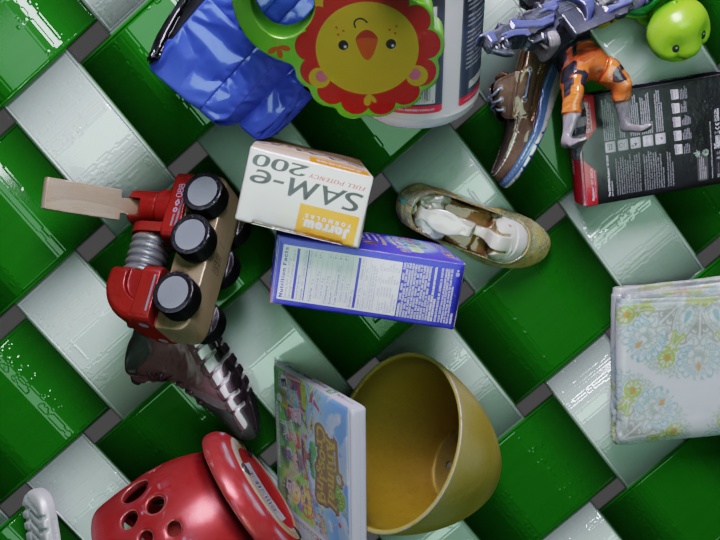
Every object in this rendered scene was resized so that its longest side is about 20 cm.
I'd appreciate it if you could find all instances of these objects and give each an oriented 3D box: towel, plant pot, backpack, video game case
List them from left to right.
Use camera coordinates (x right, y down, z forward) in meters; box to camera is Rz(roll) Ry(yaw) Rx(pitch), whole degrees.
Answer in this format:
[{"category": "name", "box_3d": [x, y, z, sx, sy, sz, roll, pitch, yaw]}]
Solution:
[{"category": "plant pot", "box_3d": [-0.177, 0.303, 0.988, 0.181, 0.200, 0.202, -36, 102, -5]}, {"category": "backpack", "box_3d": [-0.096, -0.256, 0.885, 0.167, 0.163, 0.200, 36, 107, -23]}, {"category": "video game case", "box_3d": [-0.049, 0.226, 0.991, 0.022, 0.181, 0.205, -8, 104, -32]}, {"category": "plant pot", "box_3d": [0.084, 0.215, 1.002, 0.141, 0.200, 0.202, 27, 100, -37]}, {"category": "towel", "box_3d": [0.392, 0.111, 1.063, 0.167, 0.048, 0.205, -4, 102, 0]}]

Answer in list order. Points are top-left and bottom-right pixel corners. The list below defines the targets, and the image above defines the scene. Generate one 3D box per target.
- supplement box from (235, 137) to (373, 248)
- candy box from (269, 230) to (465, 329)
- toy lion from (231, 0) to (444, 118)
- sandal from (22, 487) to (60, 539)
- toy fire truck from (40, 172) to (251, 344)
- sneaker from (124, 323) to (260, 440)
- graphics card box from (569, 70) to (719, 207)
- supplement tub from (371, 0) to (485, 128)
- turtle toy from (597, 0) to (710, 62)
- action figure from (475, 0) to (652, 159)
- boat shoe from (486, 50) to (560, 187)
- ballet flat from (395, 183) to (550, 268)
[{"category": "supplement box", "box_3d": [-0.059, -0.089, 0.907, 0.123, 0.200, 0.075, 13, 101, -7]}, {"category": "candy box", "box_3d": [0.000, 0.000, 0.946, 0.195, 0.169, 0.079, 9, 98, -6]}, {"category": "toy lion", "box_3d": [-0.019, -0.230, 0.782, 0.195, 0.069, 0.194, 5, 132, -1]}, {"category": "sandal", "box_3d": [-0.367, 0.364, 1.054, 0.049, 0.081, 0.208, -13, 105, -45]}, {"category": "toy fire truck", "box_3d": [-0.243, -0.026, 0.939, 0.195, 0.129, 0.180, 5, 68, 18]}, {"category": "sneaker", "box_3d": [-0.206, 0.126, 1.014, 0.114, 0.076, 0.203, -29, 92, 8]}, {"category": "graphics card box", "box_3d": [0.341, -0.154, 1.000, 0.195, 0.051, 0.128, -10, 102, -1]}, {"category": "supplement tub", "box_3d": [0.057, -0.263, 0.876, 0.137, 0.142, 0.203, -5, 130, -3]}, {"category": "turtle toy", "box_3d": [0.316, -0.324, 0.935, 0.143, 0.101, 0.203, -26, 103, 2]}, {"category": "action figure", "box_3d": [0.199, -0.217, 0.891, 0.196, 0.105, 0.197, -17, 83, -19]}, {"category": "boat shoe", "box_3d": [0.181, -0.196, 0.974, 0.071, 0.072, 0.204, 21, 90, -4]}, {"category": "ballet flat", "box_3d": [0.134, -0.046, 0.999, 0.196, 0.071, 0.072, 20, 100, -8]}]
